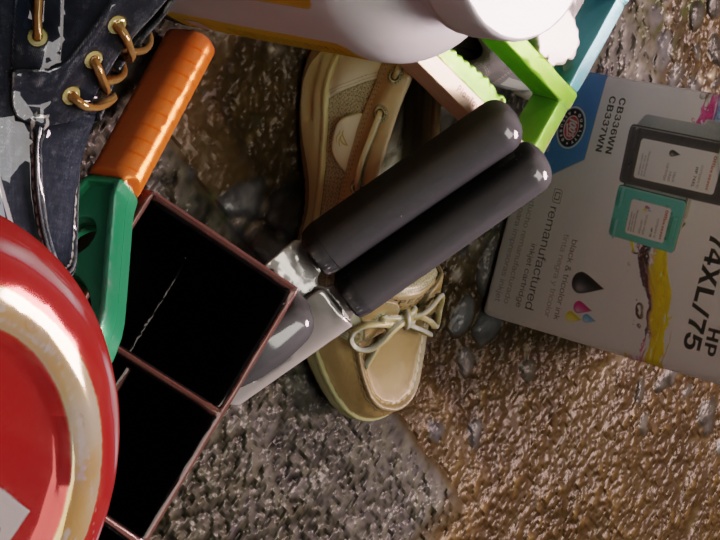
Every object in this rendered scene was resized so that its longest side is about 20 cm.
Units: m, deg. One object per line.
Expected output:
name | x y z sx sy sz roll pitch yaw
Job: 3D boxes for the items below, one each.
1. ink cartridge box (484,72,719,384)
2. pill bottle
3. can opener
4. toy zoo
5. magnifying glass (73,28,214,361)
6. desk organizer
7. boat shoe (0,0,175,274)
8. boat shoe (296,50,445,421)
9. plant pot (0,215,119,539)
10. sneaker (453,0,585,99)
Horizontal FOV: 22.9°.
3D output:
ink cartridge box | 0.201 -0.015 0.969 0.146 0.199 0.148 12 92 -47
pill bottle | -0.008 -0.144 0.713 0.112 0.199 0.113 -17 114 -42
can opener | 0.000 0.000 0.818 0.200 0.067 0.053 -36 117 4
toy zoo | 0.090 -0.163 0.839 0.131 0.020 0.201 37 78 -45
magnifying glass | -0.113 -0.019 0.742 0.201 0.079 0.022 -64 143 -26
desk organizer | -0.117 0.064 0.751 0.072 0.077 0.201 45 69 -43
boat shoe | -0.109 -0.085 0.678 0.071 0.090 0.202 -65 151 -78
boat shoe | 0.013 -0.017 0.872 0.073 0.063 0.202 -14 111 -43
plant pot | -0.192 0.047 0.596 0.200 0.182 0.202 -15 111 -45
sneaker | 0.082 -0.186 0.889 0.115 0.075 0.201 0 103 -44
